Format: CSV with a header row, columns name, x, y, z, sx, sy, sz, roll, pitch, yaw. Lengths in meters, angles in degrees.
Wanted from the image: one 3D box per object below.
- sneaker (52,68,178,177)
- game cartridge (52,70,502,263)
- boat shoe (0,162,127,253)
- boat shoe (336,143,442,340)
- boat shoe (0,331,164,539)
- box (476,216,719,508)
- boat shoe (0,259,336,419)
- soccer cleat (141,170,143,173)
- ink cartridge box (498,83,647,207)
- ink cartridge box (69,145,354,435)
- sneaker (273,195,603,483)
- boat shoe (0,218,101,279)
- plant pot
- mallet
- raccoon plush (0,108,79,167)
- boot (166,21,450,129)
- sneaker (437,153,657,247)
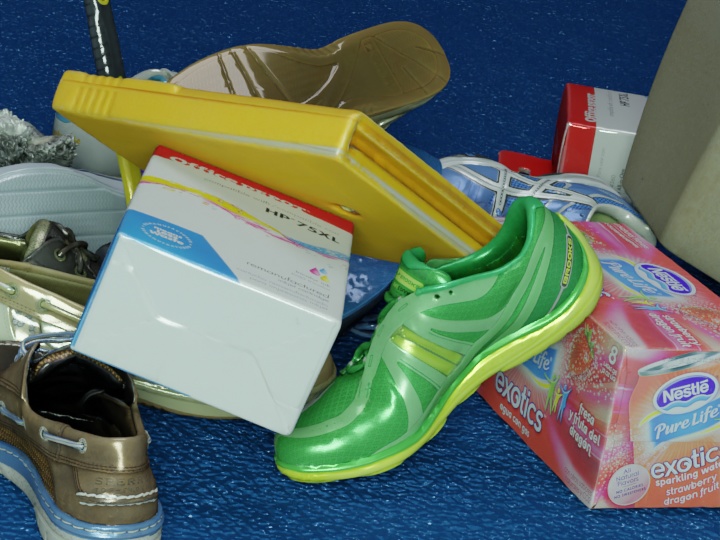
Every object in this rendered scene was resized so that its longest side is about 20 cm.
name,x,y,z,sx,sy,sz,roll,pitch,yaw
sneaker,-0.115,-0.093,1.604,0.200,0.081,0.077,-3,21,-36
game cartridge,-0.040,-0.052,1.263,0.200,0.032,0.176,13,-13,36
boat shoe,-0.168,-0.027,1.432,0.200,0.072,0.062,4,2,-42
boat shoe,0.000,0.000,1.404,0.084,0.069,0.200,29,41,16
boat shoe,-0.140,0.069,1.139,0.072,0.072,0.200,-2,22,-30
box,0.138,0.047,1.299,0.103,0.095,0.200,2,20,-22
boat shoe,-0.107,0.036,1.263,0.200,0.063,0.073,5,19,-15
soccer cleat,-0.054,-0.059,1.562,0.200,0.068,0.073,2,24,-28
ink cartridge box,0.204,-0.083,1.723,0.200,0.067,0.116,9,19,1
ink cartridge box,-0.069,0.000,1.192,0.116,0.067,0.200,22,18,-6
sneaker,0.030,0.033,1.210,0.200,0.084,0.074,-38,24,-10
boat shoe,-0.181,0.004,1.316,0.200,0.065,0.073,6,18,-12
plant pot,0.285,-0.073,1.538,0.200,0.177,0.200,30,15,-16
mallet,-0.146,-0.076,1.383,0.041,0.200,0.066,-4,17,44
raccoon plush,-0.255,-0.033,1.418,0.134,0.097,0.200,21,48,-5
boot,-0.058,-0.081,1.450,0.200,0.155,0.073,-19,75,-33
sneaker,0.107,-0.033,1.541,0.200,0.076,0.077,-4,19,-30
